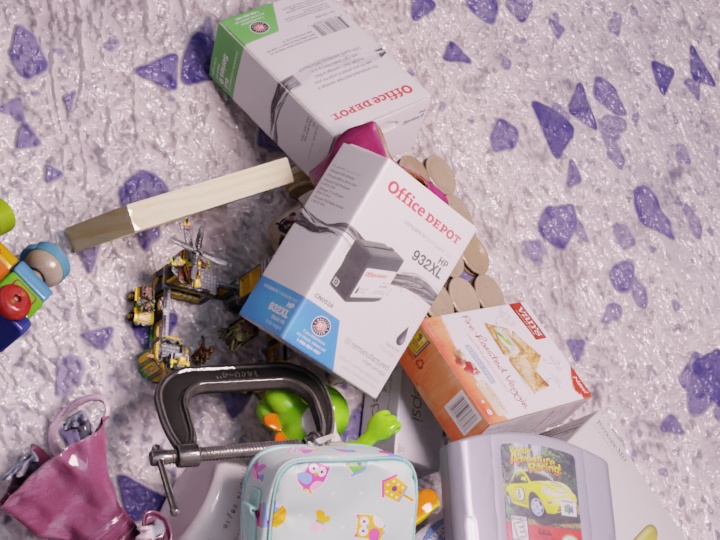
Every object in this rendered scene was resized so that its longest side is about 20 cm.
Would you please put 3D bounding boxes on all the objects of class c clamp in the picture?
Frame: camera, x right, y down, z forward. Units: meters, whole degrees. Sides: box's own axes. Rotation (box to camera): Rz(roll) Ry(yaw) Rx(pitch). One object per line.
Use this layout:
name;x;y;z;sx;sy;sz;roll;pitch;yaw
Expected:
c clamp;-0.109;0.150;1.400;0.199;0.027;0.171;-6;44;-26

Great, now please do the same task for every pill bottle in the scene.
pill bottle;-0.086;0.264;1.435;0.200;0.114;0.115;33;55;-20

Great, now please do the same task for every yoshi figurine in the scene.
yoshi figurine;-0.010;0.181;1.485;0.200;0.112;0.112;44;84;12

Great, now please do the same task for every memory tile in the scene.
memory tile;0.084;-0.035;1.669;0.153;0.017;0.201;-8;73;-51

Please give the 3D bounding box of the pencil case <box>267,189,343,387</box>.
pencil case;-0.032;0.019;1.593;0.078;0.089;0.201;-18;83;-32

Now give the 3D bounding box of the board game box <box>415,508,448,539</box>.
board game box;0.106;0.323;1.525;0.199;0.043;0.201;-37;132;-40

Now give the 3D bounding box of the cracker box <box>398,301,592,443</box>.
cracker box;0.141;0.109;1.594;0.200;0.058;0.134;-7;56;-51

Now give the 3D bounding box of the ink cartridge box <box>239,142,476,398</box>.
ink cartridge box;0.000;0.000;1.471;0.145;0.084;0.200;35;83;-38

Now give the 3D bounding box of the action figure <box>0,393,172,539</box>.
action figure;-0.241;0.237;1.369;0.200;0.134;0.149;58;6;-17

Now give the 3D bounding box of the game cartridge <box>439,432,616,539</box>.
game cartridge;0.169;0.229;1.489;0.199;0.041;0.134;11;59;-30

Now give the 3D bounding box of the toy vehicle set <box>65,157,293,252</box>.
toy vehicle set;-0.178;-0.066;1.501;0.200;0.124;0.027;-21;94;-40

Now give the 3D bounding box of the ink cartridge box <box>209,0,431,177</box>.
ink cartridge box;-0.045;-0.199;1.627;0.146;0.084;0.200;-25;61;-35

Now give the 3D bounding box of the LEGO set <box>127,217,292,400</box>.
LEGO set;-0.120;0.048;1.499;0.199;0.116;0.154;22;59;-27

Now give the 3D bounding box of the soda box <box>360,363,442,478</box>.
soda box;0.049;0.122;1.622;0.063;0.068;0.201;22;59;-30

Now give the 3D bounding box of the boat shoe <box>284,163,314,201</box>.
boat shoe;0.002;-0.069;1.670;0.200;0.073;0.063;19;55;-37

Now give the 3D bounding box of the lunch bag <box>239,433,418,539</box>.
lunch bag;-0.035;0.249;1.350;0.160;0.077;0.201;3;95;-23

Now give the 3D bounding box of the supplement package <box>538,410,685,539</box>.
supplement package;0.236;0.280;1.634;0.111;0.156;0.200;-37;94;-40

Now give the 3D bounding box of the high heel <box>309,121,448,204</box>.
high heel;0.044;-0.104;1.571;0.200;0.096;0.068;18;45;-41

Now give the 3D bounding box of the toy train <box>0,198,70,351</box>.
toy train;-0.364;-0.032;1.387;0.200;0.085;0.116;47;41;-10
